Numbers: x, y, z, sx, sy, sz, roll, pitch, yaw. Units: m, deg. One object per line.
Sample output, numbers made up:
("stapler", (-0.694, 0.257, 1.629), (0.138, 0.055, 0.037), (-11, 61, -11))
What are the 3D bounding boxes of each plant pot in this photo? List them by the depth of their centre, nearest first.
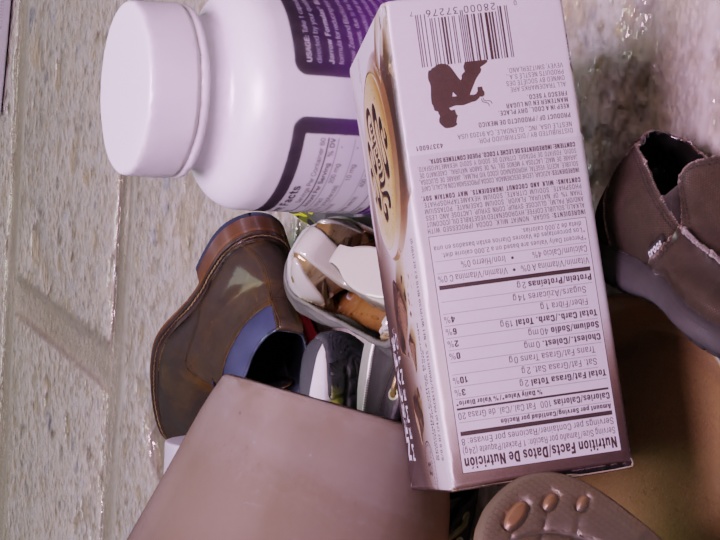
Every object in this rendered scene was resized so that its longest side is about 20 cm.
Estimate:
("plant pot", (0.127, 0.111, 0.737), (0.200, 0.027, 0.202), (179, 90, -65))
("plant pot", (-0.036, 0.148, 0.803), (0.200, 0.199, 0.175), (7, 81, 64))

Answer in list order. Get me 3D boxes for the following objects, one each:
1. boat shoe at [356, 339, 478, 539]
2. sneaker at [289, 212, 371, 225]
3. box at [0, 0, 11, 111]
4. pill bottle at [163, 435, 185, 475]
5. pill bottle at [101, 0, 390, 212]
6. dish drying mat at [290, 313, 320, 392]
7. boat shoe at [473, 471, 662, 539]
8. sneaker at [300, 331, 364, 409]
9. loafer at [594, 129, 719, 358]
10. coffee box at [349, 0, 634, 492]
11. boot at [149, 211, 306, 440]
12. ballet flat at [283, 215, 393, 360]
("boat shoe", (0.029, 0.116, 0.891), (0.060, 0.071, 0.203), (-179, 92, -68))
("sneaker", (-0.041, -0.059, 1.027), (0.200, 0.084, 0.075), (-135, 50, -56))
("box", (-0.463, -0.292, 1.907), (0.124, 0.097, 0.202), (-137, 52, -57))
("pill bottle", (-0.088, 0.212, 1.091), (0.111, 0.111, 0.202), (-179, 89, -64))
("pill bottle", (-0.024, -0.086, 0.839), (0.111, 0.198, 0.112), (-179, 90, -64))
("dish drying mat", (-0.032, 0.084, 1.084), (0.201, 0.018, 0.077), (64, 143, 42))
("boat shoe", (0.128, 0.158, 0.637), (0.200, 0.072, 0.068), (39, 164, 19))
("sneaker", (-0.028, 0.137, 0.962), (0.084, 0.074, 0.202), (-2, 88, 36))
("loafer", (0.146, -0.013, 0.641), (0.200, 0.072, 0.072), (-150, 61, -61))
("coffee box", (0.052, -0.008, 0.720), (0.113, 0.079, 0.202), (140, 122, -80))
("boot", (-0.089, 0.068, 1.098), (0.097, 0.074, 0.201), (-114, 36, -45))
("ballet flat", (0.000, 0.000, 0.871), (0.068, 0.064, 0.200), (-56, 33, -5))
